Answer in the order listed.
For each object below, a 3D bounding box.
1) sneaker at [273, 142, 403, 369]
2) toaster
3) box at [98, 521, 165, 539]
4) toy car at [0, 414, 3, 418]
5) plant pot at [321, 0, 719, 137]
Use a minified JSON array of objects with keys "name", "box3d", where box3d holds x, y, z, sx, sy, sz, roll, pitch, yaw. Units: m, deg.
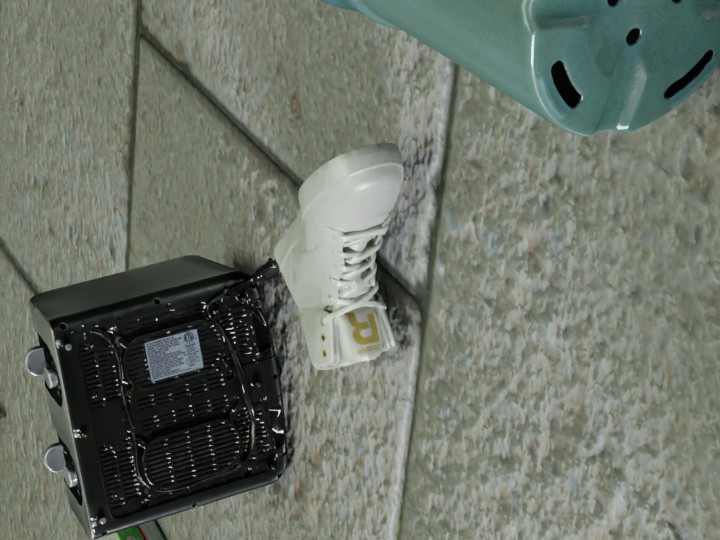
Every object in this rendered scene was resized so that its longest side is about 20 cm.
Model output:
[{"name":"sneaker","box3d":[0.000,0.000,1.290,0.200,0.074,0.116,119,135,-65]},{"name":"toaster","box3d":[-0.154,0.089,1.504,0.119,0.200,0.181,24,127,62]},{"name":"box","box3d":[-0.226,0.326,1.857,0.117,0.048,0.200,52,139,44]},{"name":"toy car","box3d":[-0.508,0.206,2.284,0.200,0.164,0.158,-31,69,49]},{"name":"plant pot","box3d":[0.083,-0.175,0.948,0.196,0.200,0.201,45,136,39]}]
